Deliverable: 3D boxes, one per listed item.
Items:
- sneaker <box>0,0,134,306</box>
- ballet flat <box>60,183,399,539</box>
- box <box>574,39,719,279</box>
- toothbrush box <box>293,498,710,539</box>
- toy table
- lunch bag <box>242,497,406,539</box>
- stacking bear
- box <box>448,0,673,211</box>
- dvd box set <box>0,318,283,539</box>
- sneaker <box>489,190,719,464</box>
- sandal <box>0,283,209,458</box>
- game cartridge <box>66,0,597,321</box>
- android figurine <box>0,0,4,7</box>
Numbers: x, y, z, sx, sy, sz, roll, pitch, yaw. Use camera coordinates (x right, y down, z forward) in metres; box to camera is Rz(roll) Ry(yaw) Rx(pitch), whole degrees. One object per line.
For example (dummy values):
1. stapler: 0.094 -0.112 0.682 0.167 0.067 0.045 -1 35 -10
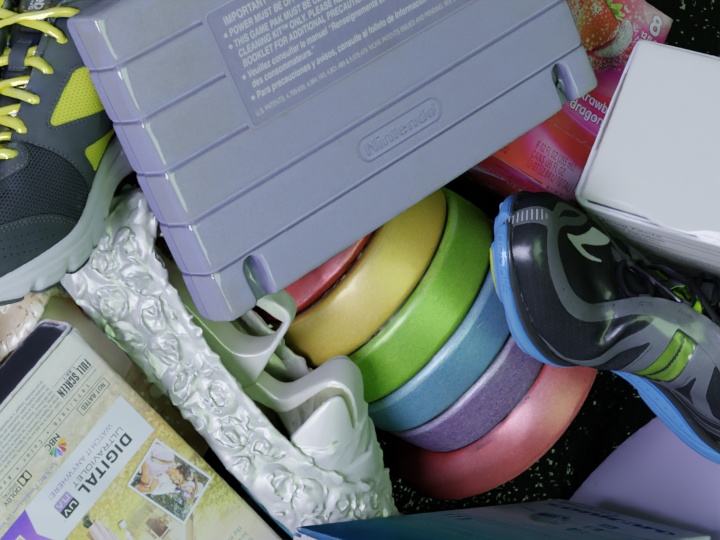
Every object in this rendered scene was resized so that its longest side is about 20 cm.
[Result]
1. sneaker: -0.124 -0.061 0.687 0.200 0.074 0.085 -56 140 -47
2. ballet flat: -0.041 0.043 0.738 0.200 0.072 0.072 46 73 -15
3. box: 0.173 -0.025 0.839 0.078 0.095 0.200 -68 157 -7
4. toothbrush box: 0.056 0.178 0.758 0.200 0.085 0.147 3 96 -52
5. toy table: 0.187 0.143 0.885 0.117 0.200 0.185 30 42 -32
6. lunch bag: -0.036 0.202 0.815 0.160 0.075 0.201 5 92 -27
7. stacking bear: 0.000 0.000 0.797 0.200 0.114 0.122 38 80 -21
8. box: 0.025 -0.112 0.802 0.199 0.095 0.100 28 82 -29
9. dvd box set: -0.098 0.138 0.709 0.200 0.029 0.147 48 70 -26
10. sneaker: 0.131 0.019 0.767 0.199 0.083 0.071 32 53 -30
11. sandal: -0.132 0.019 0.743 0.212 0.070 0.078 41 76 -26
12. game cartridge: -0.005 -0.085 0.709 0.200 0.038 0.130 -32 105 -27
13. android figurine: -0.215 -0.115 0.691 0.182 0.041 0.200 -46 108 -22
